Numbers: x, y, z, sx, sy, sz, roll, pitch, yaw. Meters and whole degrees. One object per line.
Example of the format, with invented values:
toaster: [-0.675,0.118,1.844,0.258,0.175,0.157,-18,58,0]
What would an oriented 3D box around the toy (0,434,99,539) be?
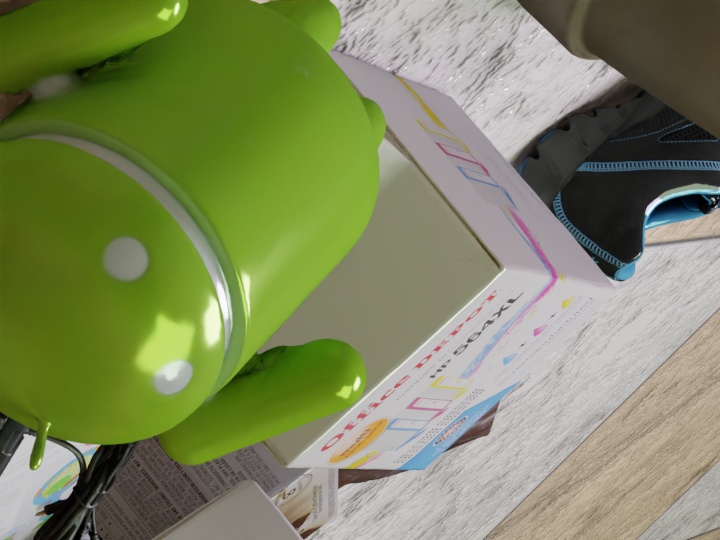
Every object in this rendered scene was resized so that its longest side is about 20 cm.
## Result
toy: [-0.163,0.093,1.277,0.115,0.047,0.200,-33,160,-32]

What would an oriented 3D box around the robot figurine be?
robot figurine: [-0.071,-0.019,1.013,0.116,0.176,0.200,-5,-152,37]

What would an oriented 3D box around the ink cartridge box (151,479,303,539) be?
ink cartridge box: [-0.064,0.222,1.376,0.145,0.147,0.200,-35,160,-16]

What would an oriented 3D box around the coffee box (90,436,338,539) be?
coffee box: [-0.111,0.134,1.444,0.200,0.080,0.113,-36,163,-13]

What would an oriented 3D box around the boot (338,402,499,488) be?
boot: [0.046,0.064,1.639,0.186,0.064,0.200,-33,165,28]

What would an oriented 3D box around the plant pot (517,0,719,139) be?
plant pot: [0.194,-0.124,1.275,0.200,0.174,0.200,-35,163,-13]

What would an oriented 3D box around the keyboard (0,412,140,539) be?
keyboard: [-0.140,0.060,1.131,0.200,0.127,0.021,-56,-160,38]

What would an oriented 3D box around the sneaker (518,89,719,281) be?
sneaker: [0.177,-0.070,1.543,0.200,0.082,0.073,-37,162,-15]

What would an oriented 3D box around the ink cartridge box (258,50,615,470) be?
ink cartridge box: [0.000,0.000,1.253,0.129,0.125,0.200,-44,164,13]
